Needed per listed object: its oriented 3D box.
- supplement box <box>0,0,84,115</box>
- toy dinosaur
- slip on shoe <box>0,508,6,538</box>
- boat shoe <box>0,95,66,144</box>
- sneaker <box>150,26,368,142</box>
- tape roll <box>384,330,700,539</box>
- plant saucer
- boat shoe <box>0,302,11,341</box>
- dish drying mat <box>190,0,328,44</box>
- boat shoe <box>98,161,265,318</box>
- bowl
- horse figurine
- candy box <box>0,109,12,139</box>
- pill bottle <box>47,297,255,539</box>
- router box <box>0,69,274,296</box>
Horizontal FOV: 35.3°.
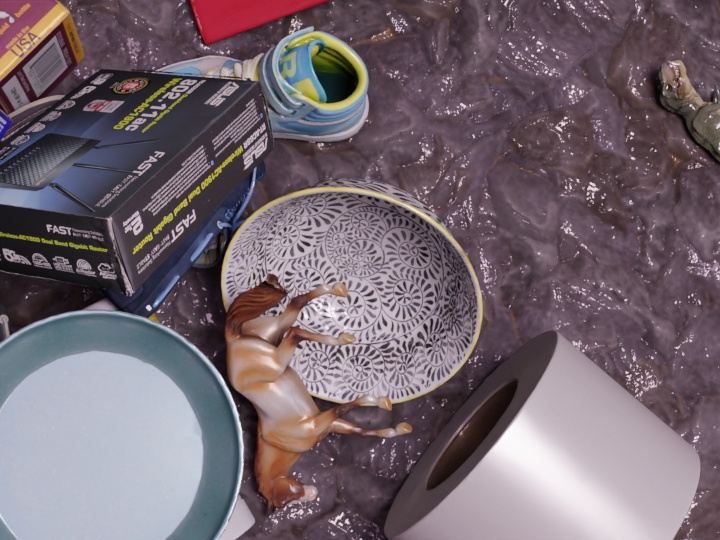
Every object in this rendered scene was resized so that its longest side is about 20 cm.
[{"bbox_3d":[-0.321,-0.221,0.877,0.200,0.110,0.086,42,79,0],"label":"supplement box"},{"bbox_3d":[0.347,-0.119,1.001,0.088,0.047,0.200,-39,90,2],"label":"toy dinosaur"},{"bbox_3d":[-0.334,0.174,0.814,0.200,0.076,0.061,15,119,23],"label":"slip on shoe"},{"bbox_3d":[-0.287,-0.058,0.872,0.200,0.065,0.072,-38,118,-9],"label":"boat shoe"},{"bbox_3d":[-0.086,-0.148,0.893,0.199,0.131,0.080,-4,83,-8],"label":"sneaker"},{"bbox_3d":[0.133,0.164,0.845,0.139,0.203,0.203,40,78,0],"label":"tape roll"},{"bbox_3d":[-0.180,0.128,0.771,0.199,0.036,0.201,2,80,-10],"label":"plant saucer"},{"bbox_3d":[-0.286,0.120,0.854,0.060,0.075,0.201,-8,100,-49],"label":"boat shoe"},{"bbox_3d":[-0.048,-0.255,0.938,0.200,0.018,0.077,-18,85,10],"label":"dish drying mat"},{"bbox_3d":[-0.135,-0.028,0.875,0.069,0.084,0.200,56,47,-13],"label":"boat shoe"},{"bbox_3d":[0.000,0.000,0.886,0.200,0.201,0.094,25,35,-5],"label":"bowl"},{"bbox_3d":[-0.050,0.086,0.864,0.132,0.050,0.200,-18,114,18],"label":"horse figurine"},{"bbox_3d":[-0.377,-0.065,0.823,0.169,0.077,0.200,21,75,32],"label":"candy box"},{"bbox_3d":[-0.165,0.125,0.850,0.112,0.112,0.200,-31,87,-12],"label":"pill bottle"},{"bbox_3d":[-0.175,-0.071,0.804,0.150,0.062,0.200,9,39,25],"label":"router box"}]
